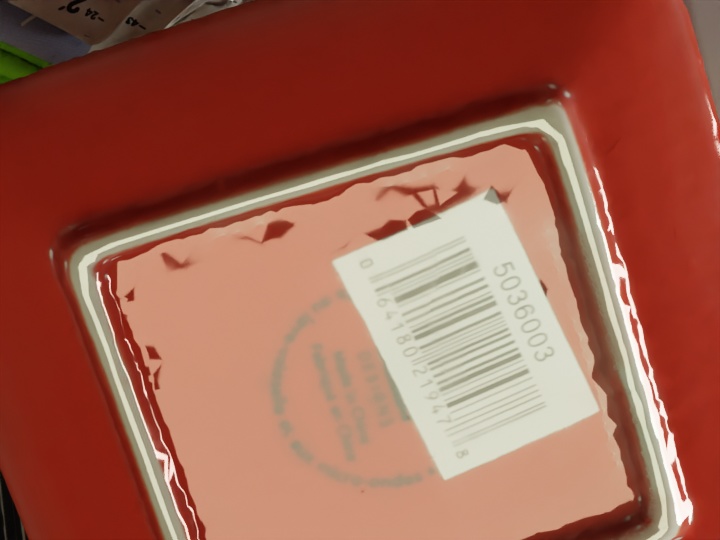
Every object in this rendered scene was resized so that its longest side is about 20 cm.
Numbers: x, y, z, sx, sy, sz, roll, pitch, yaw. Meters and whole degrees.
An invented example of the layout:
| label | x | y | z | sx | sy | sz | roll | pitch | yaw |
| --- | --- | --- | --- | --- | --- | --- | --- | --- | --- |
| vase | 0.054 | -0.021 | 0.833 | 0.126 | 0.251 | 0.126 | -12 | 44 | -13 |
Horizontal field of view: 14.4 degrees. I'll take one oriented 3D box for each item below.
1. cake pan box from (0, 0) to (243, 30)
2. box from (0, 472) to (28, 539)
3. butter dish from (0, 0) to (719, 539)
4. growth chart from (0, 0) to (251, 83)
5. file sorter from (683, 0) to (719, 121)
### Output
| label | x | y | z | sx | sy | sz | roll | pitch | yaw |
| --- | --- | --- | --- | --- | --- | --- | --- | --- | --- |
| cake pan box | -0.039 | -0.114 | 0.772 | 0.199 | 0.052 | 0.184 | 6 | 148 | -27 |
| box | -0.088 | 0.131 | 1.021 | 0.123 | 0.201 | 0.198 | 4 | 147 | -23 |
| butter dish | 0.000 | 0.000 | 0.770 | 0.199 | 0.148 | 0.201 | -16 | 115 | 4 |
| growth chart | -0.058 | -0.097 | 0.728 | 0.144 | 0.018 | 0.200 | 13 | 141 | -35 |
| file sorter | 0.144 | -0.009 | 0.868 | 0.138 | 0.201 | 0.125 | 1 | 152 | -20 |
